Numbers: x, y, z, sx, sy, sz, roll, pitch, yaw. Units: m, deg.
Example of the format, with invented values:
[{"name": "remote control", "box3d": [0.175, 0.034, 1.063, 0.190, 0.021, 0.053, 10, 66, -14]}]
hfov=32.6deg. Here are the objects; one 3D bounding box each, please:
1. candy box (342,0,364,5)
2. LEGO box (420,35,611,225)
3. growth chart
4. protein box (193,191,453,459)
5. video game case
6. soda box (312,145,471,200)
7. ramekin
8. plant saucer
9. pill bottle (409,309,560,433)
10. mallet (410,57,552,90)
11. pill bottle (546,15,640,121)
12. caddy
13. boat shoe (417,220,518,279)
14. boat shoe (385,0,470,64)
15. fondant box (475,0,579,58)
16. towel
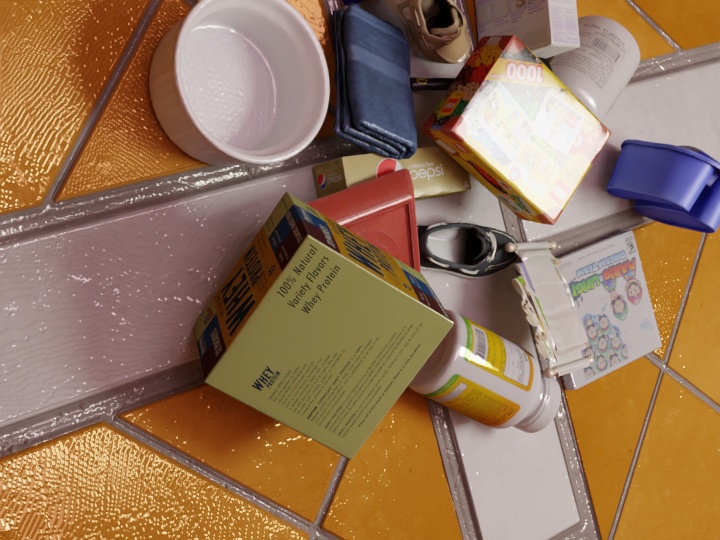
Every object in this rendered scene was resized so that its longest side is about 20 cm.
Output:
[{"name": "candy box", "box3d": [0.045, -0.451, 1.584, 0.200, 0.077, 0.170, -26, 100, -36]}, {"name": "LEGO box", "box3d": [0.199, -0.177, 1.560, 0.200, 0.077, 0.149, 38, 80, -27]}, {"name": "growth chart", "box3d": [0.251, 0.047, 1.640, 0.144, 0.018, 0.201, 4, 64, -49]}, {"name": "protein box", "box3d": [-0.046, 0.061, 1.365, 0.200, 0.135, 0.199, 31, 103, -24]}, {"name": "video game case", "box3d": [0.346, 0.054, 1.777, 0.200, 0.024, 0.183, -20, 97, -36]}, {"name": "soda box", "box3d": [0.042, -0.116, 1.550, 0.199, 0.068, 0.064, -12, 91, -36]}, {"name": "ramekin", "box3d": [-0.143, -0.214, 1.410, 0.200, 0.098, 0.201, 5, 81, -35]}, {"name": "plant saucer", "box3d": [0.000, 0.000, 1.479, 0.199, 0.037, 0.200, -22, 118, -31]}, {"name": "pill bottle", "box3d": [0.160, 0.137, 1.580, 0.200, 0.111, 0.111, 28, 69, -30]}, {"name": "mallet", "box3d": [0.165, -0.239, 1.626, 0.199, 0.041, 0.066, -8, 60, -13]}, {"name": "pill bottle", "box3d": [0.298, -0.250, 1.720, 0.114, 0.114, 0.200, 46, 63, -22]}, {"name": "caddy", "box3d": [0.452, -0.133, 1.776, 0.141, 0.200, 0.105, 30, 85, -32]}, {"name": "boat shoe", "box3d": [0.142, -0.027, 1.616, 0.199, 0.060, 0.076, -5, 87, -36]}, {"name": "boat shoe", "box3d": [0.097, -0.313, 1.575, 0.071, 0.064, 0.200, -56, 146, 2]}, {"name": "fondant box", "box3d": [0.219, -0.383, 1.660, 0.058, 0.144, 0.201, -4, 87, -35]}, {"name": "towel", "box3d": [0.016, -0.232, 1.522, 0.111, 0.048, 0.201, 22, 49, -33]}]
